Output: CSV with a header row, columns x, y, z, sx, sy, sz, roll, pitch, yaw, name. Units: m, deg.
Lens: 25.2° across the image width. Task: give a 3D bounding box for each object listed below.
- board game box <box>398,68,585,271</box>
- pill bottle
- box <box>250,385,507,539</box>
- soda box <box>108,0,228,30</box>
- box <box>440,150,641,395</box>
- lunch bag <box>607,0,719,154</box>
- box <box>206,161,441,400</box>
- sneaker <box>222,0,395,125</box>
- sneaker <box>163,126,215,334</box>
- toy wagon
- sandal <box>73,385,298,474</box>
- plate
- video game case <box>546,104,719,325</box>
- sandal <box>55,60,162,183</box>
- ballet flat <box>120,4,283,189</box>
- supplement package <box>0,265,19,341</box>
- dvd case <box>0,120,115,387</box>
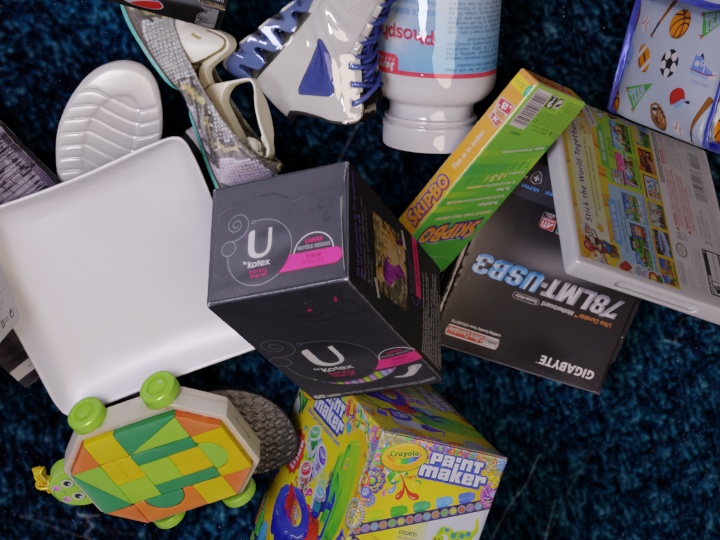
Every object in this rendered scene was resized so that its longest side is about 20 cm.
x,y,z,sx,sy,sz,roll,pitch,yaw,name
0.102,-0.080,1.367,0.200,0.030,0.095,-53,152,17,board game box
0.063,-0.205,1.347,0.108,0.109,0.202,-3,107,-19,pill bottle
0.010,0.202,1.402,0.121,0.200,0.194,15,100,-23,box
-0.193,-0.248,1.230,0.199,0.063,0.071,14,79,-9,soda box
0.172,-0.005,1.482,0.199,0.050,0.200,19,98,-23,box
0.316,-0.211,1.405,0.123,0.170,0.201,8,104,-27,lunch bag
-0.023,0.014,1.280,0.121,0.107,0.200,-11,150,22,box
-0.007,-0.185,1.298,0.199,0.081,0.115,-37,96,30,sneaker
-0.138,-0.012,1.352,0.111,0.073,0.201,-26,113,-10,sneaker
-0.187,0.164,1.361,0.199,0.040,0.156,-20,131,14,toy wagon
-0.152,0.128,1.411,0.199,0.048,0.076,10,104,-9,sandal
-0.193,0.004,1.300,0.199,0.032,0.200,-21,118,7,plate
0.248,-0.055,1.427,0.181,0.201,0.023,18,138,-24,video game case
-0.211,-0.082,1.321,0.082,0.050,0.204,10,116,-10,sandal
-0.118,-0.150,1.286,0.072,0.072,0.201,-27,85,-10,ballet flat
-0.378,-0.008,1.196,0.150,0.152,0.201,-9,113,16,supplement package
-0.287,-0.014,1.310,0.148,0.016,0.200,-37,115,11,dvd case
